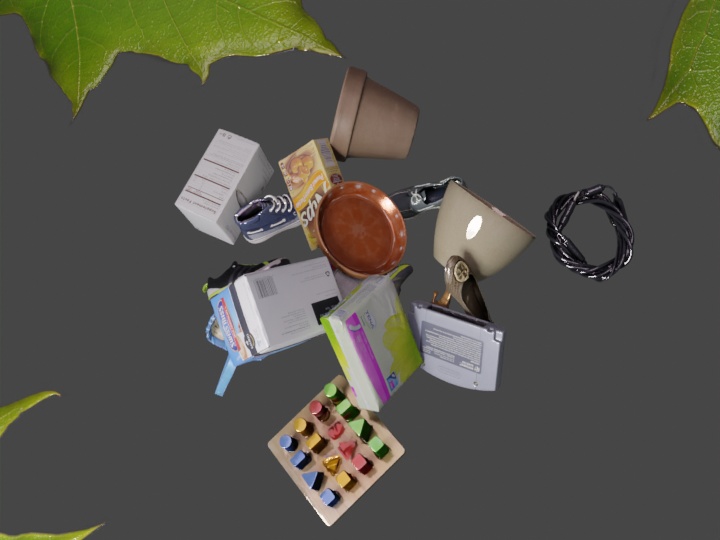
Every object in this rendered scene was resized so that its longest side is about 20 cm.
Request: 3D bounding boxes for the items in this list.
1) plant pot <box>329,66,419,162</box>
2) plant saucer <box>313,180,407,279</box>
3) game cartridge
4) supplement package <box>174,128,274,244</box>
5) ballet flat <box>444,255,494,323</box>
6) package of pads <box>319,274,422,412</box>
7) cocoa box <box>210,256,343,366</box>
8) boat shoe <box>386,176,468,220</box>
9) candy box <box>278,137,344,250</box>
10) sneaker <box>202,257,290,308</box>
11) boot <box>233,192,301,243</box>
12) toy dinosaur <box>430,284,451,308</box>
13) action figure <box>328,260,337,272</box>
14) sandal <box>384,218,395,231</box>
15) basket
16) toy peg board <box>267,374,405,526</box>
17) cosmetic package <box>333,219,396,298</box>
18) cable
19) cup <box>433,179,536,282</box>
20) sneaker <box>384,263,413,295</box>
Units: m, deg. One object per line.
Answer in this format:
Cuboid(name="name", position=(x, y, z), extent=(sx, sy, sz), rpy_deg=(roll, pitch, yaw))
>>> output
Cuboid(name="plant pot", position=(0.032, -0.317, 1.518), extent=(0.171, 0.201, 0.204), rpy_deg=(15, 70, -4))
Cuboid(name="plant saucer", position=(-0.001, -0.079, 1.390), extent=(0.196, 0.032, 0.205), rpy_deg=(10, 66, -23))
Cuboid(name="game cartridge", position=(0.175, 0.144, 1.313), extent=(0.197, 0.136, 0.041), rpy_deg=(18, 30, 34))
Cuboid(name="supplement package", position=(-0.296, -0.184, 1.550), extent=(0.115, 0.117, 0.203), rpy_deg=(22, 74, 18))
Cuboid(name="ballet flat", position=(0.210, 0.055, 1.315), extent=(0.067, 0.202, 0.046), rpy_deg=(-43, 34, -26))
Cuboid(name="package of pads", position=(0.027, 0.129, 1.287), extent=(0.067, 0.203, 0.154), rpy_deg=(1, 32, 45))
Cuboid(name="cocoa box", position=(-0.144, 0.072, 1.275), extent=(0.130, 0.198, 0.136), rpy_deg=(-28, 81, 45))
Cuboid(name="boat shoe", position=(0.129, -0.158, 1.484), extent=(0.195, 0.062, 0.074), rpy_deg=(-10, 66, 7))
Cuboid(name="candy box", position=(-0.085, -0.158, 1.465), extent=(0.114, 0.055, 0.204), rpy_deg=(-23, 87, 41))
Cuboid(name="sneaker", position=(-0.245, 0.007, 1.488), extent=(0.197, 0.072, 0.084), rpy_deg=(-26, 64, 0))
Cuboid(name="boot", position=(-0.174, -0.132, 1.519), extent=(0.198, 0.091, 0.073), rpy_deg=(-32, 65, -2))
Cuboid(name="toy dinosaur", position=(0.154, 0.108, 1.365), extent=(0.059, 0.106, 0.205), rpy_deg=(-5, 105, -21))
Cuboid(name="action figure", position=(-0.062, 0.018, 1.452), extent=(0.198, 0.065, 0.099), rpy_deg=(-37, 60, -4))
Cuboid(name="sandal", position=(-0.005, -0.117, 1.492), extent=(0.198, 0.075, 0.049), rpy_deg=(32, 93, 21))
Cuboid(name="basket", position=(-0.234, 0.129, 1.374), extent=(0.137, 0.177, 0.203), rpy_deg=(26, 58, -9))
Cuboid(name="toy peg board", position=(-0.054, 0.324, 1.309), extent=(0.199, 0.098, 0.200), rpy_deg=(-41, 66, -7))
Cuboid(name="cosmetic package", position=(0.000, 0.000, 1.407), extent=(0.082, 0.051, 0.201), rpy_deg=(39, 59, -8))
Cuboid(name="cable", position=(0.452, -0.073, 1.392), extent=(0.159, 0.051, 0.205), rpy_deg=(-8, 68, 8))
Cuboid(name="cup", position=(0.221, -0.062, 1.374), extent=(0.199, 0.199, 0.145), rpy_deg=(39, 103, 22))
Cuboid(name="sneaker", position=(0.051, 0.076, 1.411), extent=(0.080, 0.074, 0.202), rpy_deg=(35, 79, 5))
